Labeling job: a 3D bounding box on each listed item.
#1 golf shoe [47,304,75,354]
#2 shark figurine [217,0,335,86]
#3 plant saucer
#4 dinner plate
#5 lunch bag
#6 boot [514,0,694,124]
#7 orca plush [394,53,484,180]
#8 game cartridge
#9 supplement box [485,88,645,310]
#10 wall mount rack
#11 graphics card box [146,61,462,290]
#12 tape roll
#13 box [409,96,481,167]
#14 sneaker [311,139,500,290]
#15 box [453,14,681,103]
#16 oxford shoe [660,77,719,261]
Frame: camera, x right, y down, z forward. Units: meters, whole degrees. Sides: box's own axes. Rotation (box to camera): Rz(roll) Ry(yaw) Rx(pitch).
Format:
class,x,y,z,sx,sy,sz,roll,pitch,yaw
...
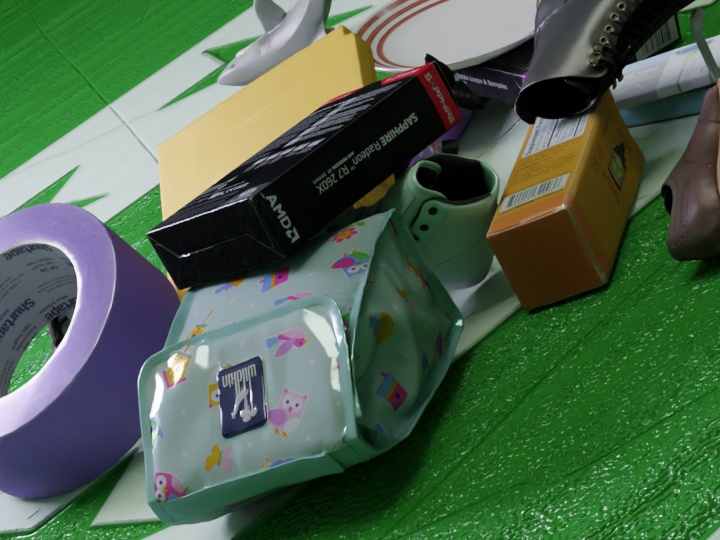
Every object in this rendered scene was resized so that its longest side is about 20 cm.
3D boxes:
class,x,y,z,sx,sy,sz,roll,pitch,yaw
golf shoe,-0.212,0.056,1.827,0.077,0.095,0.200,-25,21,3
shark figurine,-0.051,-0.254,2.379,0.128,0.215,0.090,-6,50,-29
plant saucer,0.260,-0.141,1.800,0.199,0.019,0.070,-8,28,42
dinner plate,0.087,-0.203,1.983,0.199,0.024,0.200,-16,26,8
lunch bag,-0.044,0.071,1.524,0.170,0.122,0.200,-19,26,27
boot,0.202,-0.179,1.689,0.200,0.077,0.139,-28,30,38
orca plush,0.015,-0.065,1.830,0.200,0.105,0.071,-36,38,1
game cartridge,-0.066,-0.074,1.805,0.200,0.032,0.177,-30,45,23
supplement box,0.145,-0.053,1.662,0.069,0.067,0.200,-20,20,26
wall mount rack,0.229,-0.188,1.817,0.199,0.075,0.174,-15,26,30
graphics card box,-0.036,-0.064,1.619,0.125,0.051,0.200,-16,17,49
tape roll,-0.231,0.057,1.735,0.199,0.085,0.201,-20,50,26
box,0.017,-0.106,2.003,0.136,0.039,0.200,-17,22,24
sneaker,0.000,-0.032,1.634,0.199,0.118,0.074,-10,55,-14
box,0.145,-0.187,1.980,0.143,0.036,0.200,-32,30,-26
oxford shoe,0.230,-0.070,1.589,0.072,0.071,0.200,-26,19,20
